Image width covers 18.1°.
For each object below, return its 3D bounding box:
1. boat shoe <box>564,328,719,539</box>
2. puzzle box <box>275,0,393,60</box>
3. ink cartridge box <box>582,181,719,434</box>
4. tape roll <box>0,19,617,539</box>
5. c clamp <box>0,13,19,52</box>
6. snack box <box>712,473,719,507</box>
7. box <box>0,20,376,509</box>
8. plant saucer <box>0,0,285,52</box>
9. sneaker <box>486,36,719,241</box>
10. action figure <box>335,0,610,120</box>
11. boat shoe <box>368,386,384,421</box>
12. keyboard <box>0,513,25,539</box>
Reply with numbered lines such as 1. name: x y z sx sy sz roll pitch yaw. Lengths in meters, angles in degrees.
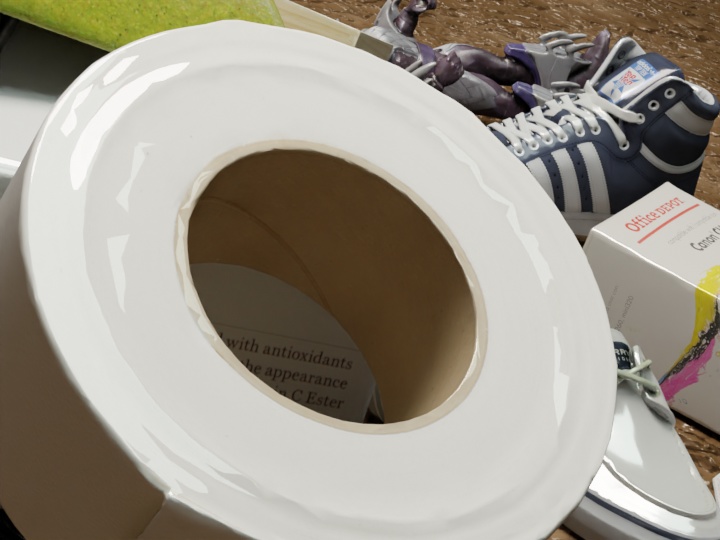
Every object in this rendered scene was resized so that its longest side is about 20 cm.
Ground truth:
1. boat shoe: 0.097 0.056 1.004 0.073 0.067 0.200 0 31 -39
2. puzzle box: -0.084 -0.153 1.232 0.199 0.026 0.133 23 6 7
3. ink cartridge box: 0.175 0.020 1.146 0.199 0.068 0.116 29 24 18
4. tape roll: -0.022 0.022 0.704 0.201 0.071 0.203 17 50 -21
5. c clamp: -0.209 -0.112 0.842 0.170 0.027 0.200 19 16 -14
6. snack box: 0.188 0.121 0.932 0.024 0.072 0.200 47 18 -16
7. box: -0.110 -0.005 0.868 0.198 0.131 0.200 12 19 -21
8. plant saucer: -0.134 -0.135 0.893 0.199 0.048 0.200 18 10 -35
9. sneaker: 0.111 -0.075 1.248 0.199 0.109 0.070 5 27 -32
10. action figure: 0.051 -0.120 1.353 0.199 0.070 0.130 10 34 -14
11. boat shoe: 0.000 -0.001 1.049 0.071 0.070 0.201 -7 40 6
12. keyboard: -0.101 0.124 0.754 0.199 0.021 0.127 23 24 3
